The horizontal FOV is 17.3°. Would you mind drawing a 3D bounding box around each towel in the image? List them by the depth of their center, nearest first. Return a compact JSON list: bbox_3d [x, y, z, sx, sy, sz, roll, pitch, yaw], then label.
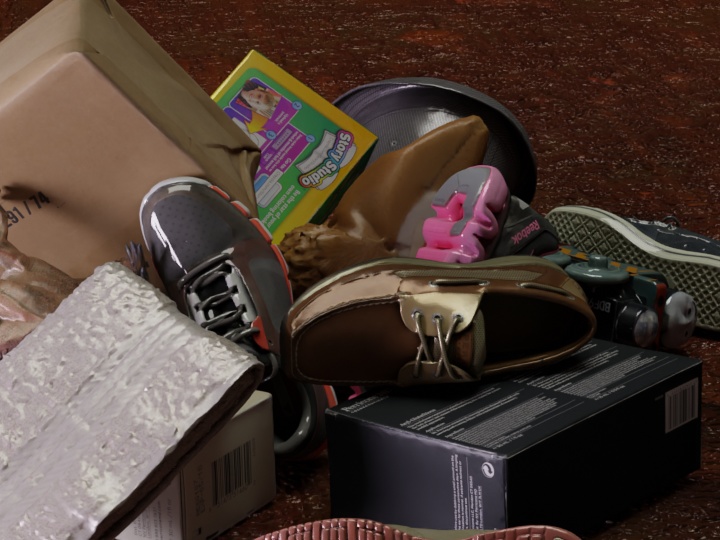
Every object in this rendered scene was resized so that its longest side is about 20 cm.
[{"bbox_3d":[-0.166,0.091,1.359,0.132,0.035,0.200,33,70,28],"label":"towel"}]

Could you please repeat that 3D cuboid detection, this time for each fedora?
[{"bbox_3d":[0.047,-0.069,1.931,0.199,0.177,0.091,-13,42,38],"label":"fedora"}]

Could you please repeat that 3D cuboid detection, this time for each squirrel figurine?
[{"bbox_3d":[0.000,0.000,1.648,0.199,0.142,0.187,-23,2,-21],"label":"squirrel figurine"}]

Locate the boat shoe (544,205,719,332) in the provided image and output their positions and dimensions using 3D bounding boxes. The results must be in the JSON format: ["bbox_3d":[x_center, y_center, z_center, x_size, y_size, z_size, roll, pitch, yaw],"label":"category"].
[{"bbox_3d":[0.222,-0.002,1.782,0.199,0.075,0.062,18,20,35],"label":"boat shoe"}]

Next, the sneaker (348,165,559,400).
[{"bbox_3d":[0.066,0.037,1.536,0.095,0.201,0.079,31,-6,-29],"label":"sneaker"}]

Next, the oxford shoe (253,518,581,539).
[{"bbox_3d":[0.030,0.171,1.278,0.198,0.071,0.074,1,-8,11],"label":"oxford shoe"}]

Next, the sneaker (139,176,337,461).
[{"bbox_3d":[-0.075,0.030,1.486,0.077,0.201,0.082,-32,1,8],"label":"sneaker"}]

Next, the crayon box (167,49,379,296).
[{"bbox_3d":[-0.089,-0.055,1.726,0.118,0.058,0.200,35,56,6],"label":"crayon box"}]

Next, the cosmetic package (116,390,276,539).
[{"bbox_3d":[-0.161,0.107,1.459,0.199,0.074,0.103,10,21,29],"label":"cosmetic package"}]

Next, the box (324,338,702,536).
[{"bbox_3d":[0.095,0.103,1.438,0.141,0.079,0.199,14,24,40],"label":"box"}]

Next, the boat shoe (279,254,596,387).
[{"bbox_3d":[0.051,0.032,1.425,0.199,0.076,0.074,-11,21,-21],"label":"boat shoe"}]

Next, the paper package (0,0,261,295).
[{"bbox_3d":[-0.194,-0.057,1.568,0.200,0.191,0.104,-36,29,19],"label":"paper package"}]

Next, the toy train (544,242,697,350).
[{"bbox_3d":[0.147,0.018,1.716,0.199,0.086,0.114,15,14,42],"label":"toy train"}]

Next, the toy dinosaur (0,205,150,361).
[{"bbox_3d":[-0.195,0.028,1.463,0.135,0.086,0.200,19,31,8],"label":"toy dinosaur"}]
